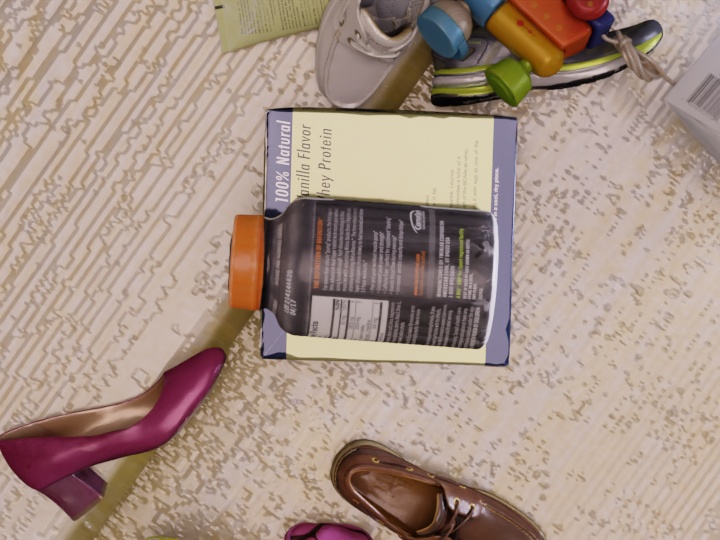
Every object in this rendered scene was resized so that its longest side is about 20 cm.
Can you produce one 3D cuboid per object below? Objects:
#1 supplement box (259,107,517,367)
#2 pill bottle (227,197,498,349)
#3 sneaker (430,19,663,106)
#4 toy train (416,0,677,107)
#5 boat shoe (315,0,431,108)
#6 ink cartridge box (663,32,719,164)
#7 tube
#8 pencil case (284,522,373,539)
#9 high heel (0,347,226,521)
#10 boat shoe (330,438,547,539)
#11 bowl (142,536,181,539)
[{"bbox_3d":[0.020,-0.030,1.670,0.198,0.134,0.201,1,94,-2],"label":"supplement box"},{"bbox_3d":[0.000,0.000,1.551,0.199,0.106,0.107,5,94,-3],"label":"pill bottle"},{"bbox_3d":[0.150,-0.189,1.695,0.199,0.074,0.082,-10,91,-2],"label":"sneaker"},{"bbox_3d":[0.148,-0.171,1.617,0.200,0.085,0.116,44,78,8],"label":"toy train"},{"bbox_3d":[0.014,-0.202,1.650,0.070,0.070,0.201,12,128,-16],"label":"boat shoe"},{"bbox_3d":[0.365,-0.136,1.644,0.176,0.084,0.200,-49,136,2],"label":"ink cartridge box"},{"bbox_3d":[-0.024,-0.233,1.699,0.199,0.052,0.058,-10,73,1],"label":"tube"},{"bbox_3d":[-0.034,0.314,1.715,0.090,0.094,0.201,5,94,-4],"label":"pencil case"},{"bbox_3d":[-0.205,0.114,1.706,0.200,0.067,0.096,-44,105,5],"label":"high heel"},{"bbox_3d":[0.066,0.209,1.722,0.199,0.068,0.072,27,93,-3],"label":"boat shoe"},{"bbox_3d":[-0.124,0.319,1.684,0.107,0.200,0.202,5,95,-30],"label":"bowl"}]
